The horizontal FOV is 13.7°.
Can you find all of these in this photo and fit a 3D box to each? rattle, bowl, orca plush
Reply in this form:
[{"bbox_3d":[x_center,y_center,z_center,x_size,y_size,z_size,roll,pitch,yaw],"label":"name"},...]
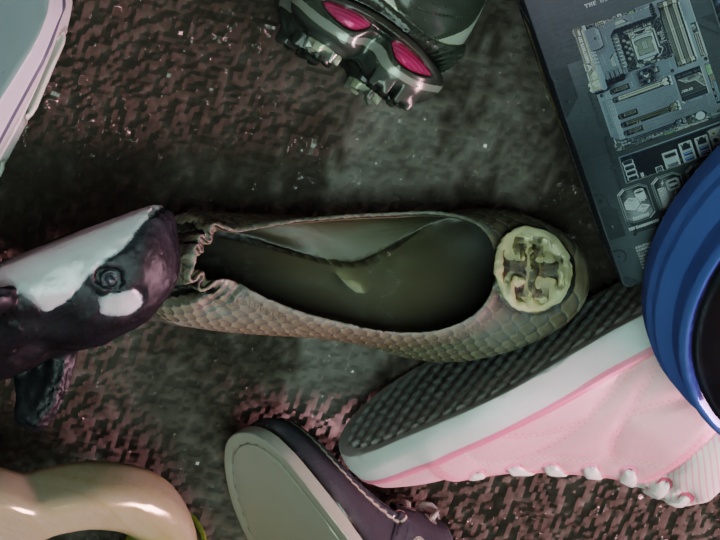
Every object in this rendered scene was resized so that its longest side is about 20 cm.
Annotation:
[{"bbox_3d":[-0.145,0.151,1.259,0.130,0.143,0.200,-25,147,29],"label":"rattle"},{"bbox_3d":[0.215,0.004,1.220,0.200,0.039,0.201,-8,133,-9],"label":"bowl"},{"bbox_3d":[-0.157,0.039,1.239,0.200,0.105,0.071,-22,95,4],"label":"orca plush"}]

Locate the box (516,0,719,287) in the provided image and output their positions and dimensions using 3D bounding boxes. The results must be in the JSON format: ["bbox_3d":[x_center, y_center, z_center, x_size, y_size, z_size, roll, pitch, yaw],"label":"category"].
[{"bbox_3d":[0.171,-0.099,1.201,0.199,0.051,0.158,-21,119,3],"label":"box"}]

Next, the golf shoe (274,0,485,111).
[{"bbox_3d":[-0.036,-0.147,1.203,0.200,0.077,0.088,33,87,-22],"label":"golf shoe"}]

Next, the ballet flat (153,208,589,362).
[{"bbox_3d":[0.000,0.000,1.269,0.199,0.046,0.068,3,73,-5],"label":"ballet flat"}]

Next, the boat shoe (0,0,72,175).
[{"bbox_3d":[-0.181,-0.042,1.211,0.072,0.066,0.200,29,92,13],"label":"boat shoe"}]

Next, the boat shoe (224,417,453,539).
[{"bbox_3d":[0.012,0.134,1.351,0.063,0.073,0.200,-49,113,-31],"label":"boat shoe"}]

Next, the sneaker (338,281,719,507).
[{"bbox_3d":[0.098,0.072,1.309,0.200,0.075,0.105,-25,111,0],"label":"sneaker"}]
